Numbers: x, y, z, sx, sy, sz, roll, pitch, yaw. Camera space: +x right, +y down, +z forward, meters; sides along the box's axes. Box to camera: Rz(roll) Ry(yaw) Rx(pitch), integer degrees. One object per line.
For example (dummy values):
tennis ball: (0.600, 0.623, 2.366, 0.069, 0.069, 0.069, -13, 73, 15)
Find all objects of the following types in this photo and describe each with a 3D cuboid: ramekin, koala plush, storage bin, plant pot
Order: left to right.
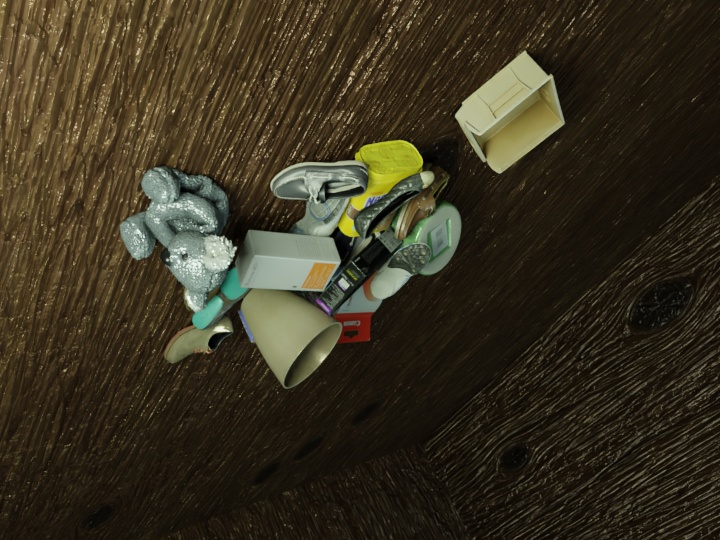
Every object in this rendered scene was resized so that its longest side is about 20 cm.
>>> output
koala plush: (-0.288, -0.047, 1.061, 0.181, 0.202, 0.178, -1, 141, -45)
plant pot: (-0.173, 0.125, 1.375, 0.187, 0.199, 0.188, -44, 162, -19)
ramekin: (0.157, -0.089, 1.482, 0.198, 0.097, 0.205, -26, 128, -37)
storage bin: (0.329, -0.337, 1.343, 0.197, 0.095, 0.199, -38, 153, 12)

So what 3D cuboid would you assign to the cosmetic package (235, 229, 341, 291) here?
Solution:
cosmetic package: (-0.151, -0.018, 1.276, 0.196, 0.072, 0.102, 4, 138, -31)

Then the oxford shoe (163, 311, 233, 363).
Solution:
oxford shoe: (-0.389, 0.172, 1.463, 0.198, 0.076, 0.070, -38, 154, 12)

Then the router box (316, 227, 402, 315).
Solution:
router box: (0.000, 0.000, 1.373, 0.149, 0.051, 0.200, -48, 177, 36)

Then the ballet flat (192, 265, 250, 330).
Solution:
ballet flat: (-0.302, 0.053, 1.378, 0.200, 0.074, 0.073, -44, 151, 11)

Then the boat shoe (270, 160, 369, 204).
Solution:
boat shoe: (-0.079, -0.164, 1.182, 0.194, 0.064, 0.073, -8, 142, 1)

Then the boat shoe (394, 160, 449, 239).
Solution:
boat shoe: (0.139, -0.152, 1.367, 0.072, 0.067, 0.203, 88, 27, -73)

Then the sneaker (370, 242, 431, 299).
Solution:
sneaker: (0.094, -0.007, 1.415, 0.200, 0.072, 0.073, -43, -176, 40)

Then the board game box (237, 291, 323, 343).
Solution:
board game box: (-0.186, 0.119, 1.565, 0.158, 0.098, 0.199, -36, 153, 11)

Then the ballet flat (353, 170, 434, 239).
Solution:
ballet flat: (0.072, -0.136, 1.258, 0.198, 0.058, 0.066, -35, 156, 11)

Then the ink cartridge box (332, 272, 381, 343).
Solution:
ink cartridge box: (-0.004, 0.094, 1.636, 0.049, 0.206, 0.160, 5, -178, 42)

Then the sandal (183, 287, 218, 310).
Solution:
sandal: (-0.337, -0.004, 1.258, 0.079, 0.054, 0.204, -22, 138, -30)

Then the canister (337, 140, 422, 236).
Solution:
canister: (0.035, -0.172, 1.321, 0.146, 0.088, 0.202, -15, 151, -31)

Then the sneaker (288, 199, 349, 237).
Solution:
sneaker: (-0.082, -0.114, 1.329, 0.086, 0.076, 0.200, -13, 157, -47)

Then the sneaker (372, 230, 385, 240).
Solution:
sneaker: (0.084, -0.093, 1.531, 0.098, 0.071, 0.200, -37, 157, 5)

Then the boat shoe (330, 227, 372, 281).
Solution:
boat shoe: (-0.055, -0.052, 1.462, 0.091, 0.076, 0.201, 10, 135, -29)
